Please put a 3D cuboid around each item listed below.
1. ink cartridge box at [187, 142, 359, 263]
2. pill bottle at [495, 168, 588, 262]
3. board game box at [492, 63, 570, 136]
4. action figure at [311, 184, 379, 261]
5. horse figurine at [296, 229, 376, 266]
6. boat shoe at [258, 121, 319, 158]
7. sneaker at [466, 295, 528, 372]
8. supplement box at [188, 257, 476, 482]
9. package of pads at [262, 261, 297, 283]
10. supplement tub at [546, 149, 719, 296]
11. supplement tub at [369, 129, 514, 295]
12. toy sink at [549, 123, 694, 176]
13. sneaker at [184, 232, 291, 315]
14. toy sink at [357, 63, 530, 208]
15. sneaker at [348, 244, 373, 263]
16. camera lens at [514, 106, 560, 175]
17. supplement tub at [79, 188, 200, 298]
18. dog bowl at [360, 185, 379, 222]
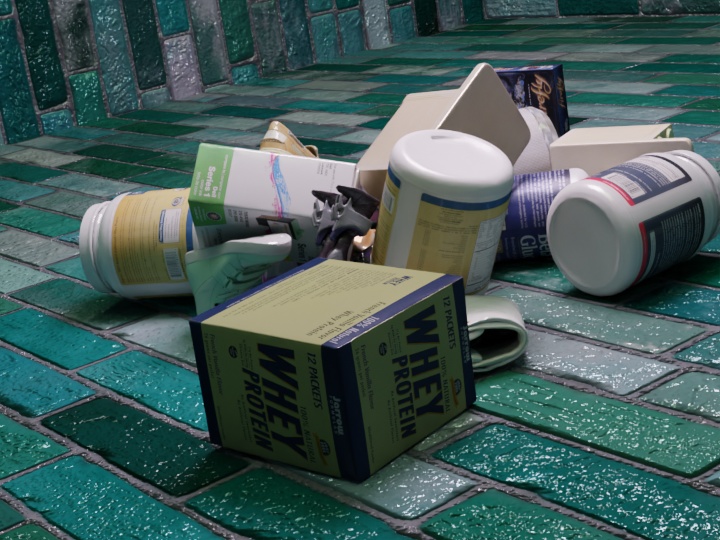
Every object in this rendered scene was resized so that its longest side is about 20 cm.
[{"bbox_3d":[-0.104,-0.077,1.695,0.197,0.085,0.145,8,-23,3],"label":"ink cartridge box"},{"bbox_3d":[0.250,-0.075,1.796,0.197,0.113,0.111,-7,16,10],"label":"pill bottle"},{"bbox_3d":[0.256,-0.211,2.093,0.134,0.203,0.034,3,21,38],"label":"board game box"},{"bbox_3d":[-0.040,0.007,1.559,0.069,0.203,0.130,17,-14,-17],"label":"action figure"},{"bbox_3d":[-0.021,-0.017,1.783,0.198,0.050,0.133,-17,47,-19],"label":"horse figurine"},{"bbox_3d":[-0.069,-0.127,1.778,0.071,0.077,0.200,0,-24,22],"label":"boat shoe"},{"bbox_3d":[0.082,0.064,1.468,0.197,0.075,0.116,-4,12,-1],"label":"sneaker"},{"bbox_3d":[-0.024,0.089,1.343,0.198,0.136,0.199,7,24,40],"label":"supplement box"},{"bbox_3d":[-0.081,-0.039,1.925,0.119,0.077,0.200,-6,16,-1],"label":"package of pads"},{"bbox_3d":[0.335,-0.062,1.651,0.199,0.142,0.140,-21,20,-36],"label":"supplement tub"},{"bbox_3d":[0.089,-0.044,1.565,0.143,0.202,0.145,8,30,-5],"label":"supplement tub"},{"bbox_3d":[0.374,-0.125,1.867,0.198,0.132,0.112,-1,18,30],"label":"toy sink"},{"bbox_3d":[-0.138,0.021,1.658,0.073,0.120,0.199,-10,-2,-37],"label":"sneaker"},{"bbox_3d":[0.104,-0.150,1.740,0.111,0.131,0.201,3,49,48],"label":"toy sink"},{"bbox_3d":[0.000,0.000,1.678,0.198,0.088,0.076,-17,59,-24],"label":"sneaker"},{"bbox_3d":[0.189,-0.143,1.971,0.197,0.162,0.160,-12,16,-12],"label":"camera lens"},{"bbox_3d":[-0.268,-0.037,1.866,0.197,0.147,0.145,-3,17,18],"label":"supplement tub"},{"bbox_3d":[-0.008,-0.114,2.097,0.197,0.075,0.200,-6,7,1],"label":"dog bowl"}]
